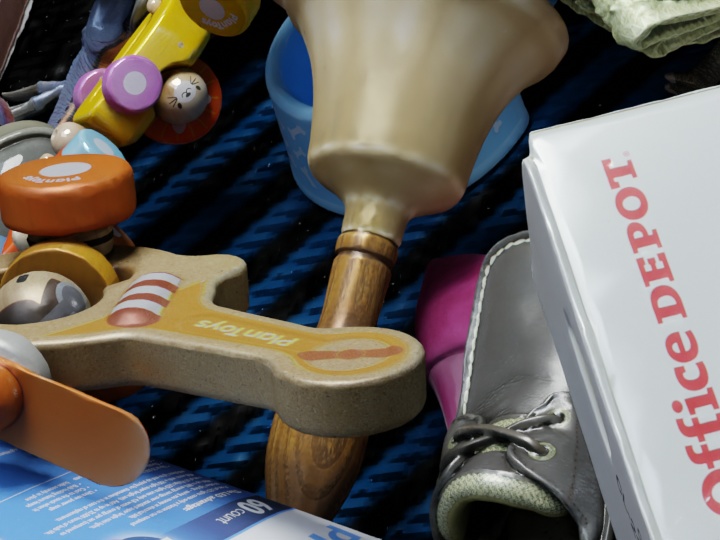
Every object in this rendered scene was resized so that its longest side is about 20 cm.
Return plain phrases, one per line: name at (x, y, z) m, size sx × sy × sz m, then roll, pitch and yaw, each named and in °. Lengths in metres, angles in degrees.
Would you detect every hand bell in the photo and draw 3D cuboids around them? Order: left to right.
hand bell at (0.000, 0.000, 0.794) m, size 0.104 × 0.104 × 0.200 m, roll 1°, pitch 67°, yaw 33°

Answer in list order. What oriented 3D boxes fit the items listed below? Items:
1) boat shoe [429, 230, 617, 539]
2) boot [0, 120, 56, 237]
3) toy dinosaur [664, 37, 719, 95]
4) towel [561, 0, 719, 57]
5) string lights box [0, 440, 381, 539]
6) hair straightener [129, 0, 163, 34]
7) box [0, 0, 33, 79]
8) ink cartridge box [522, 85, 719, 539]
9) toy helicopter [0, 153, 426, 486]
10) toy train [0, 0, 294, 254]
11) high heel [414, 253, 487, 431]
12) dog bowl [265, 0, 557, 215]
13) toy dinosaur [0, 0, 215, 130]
boat shoe at (0.055, 0.074, 0.714) m, size 0.072 × 0.066 × 0.201 m, roll -19°, pitch 61°, yaw 36°
boot at (-0.128, 0.045, 0.893) m, size 0.182 × 0.073 × 0.200 m, roll -55°, pitch 38°, yaw -4°
toy dinosaur at (0.163, -0.112, 0.855) m, size 0.200 × 0.077 × 0.102 m, roll 5°, pitch 61°, yaw 39°
towel at (0.116, -0.135, 0.813) m, size 0.148 × 0.037 × 0.200 m, roll -18°, pitch 30°, yaw -13°
string lights box at (-0.106, 0.091, 0.741) m, size 0.200 × 0.103 × 0.059 m, roll 18°, pitch 106°, yaw 25°
hair straightener at (-0.030, -0.165, 0.995) m, size 0.077 × 0.041 × 0.200 m, roll 42°, pitch 66°, yaw 9°
box at (-0.282, -0.125, 1.052) m, size 0.166 × 0.200 × 0.164 m, roll -9°, pitch 47°, yaw 27°
ink cartridge box at (0.159, 0.015, 0.664) m, size 0.200 × 0.083 × 0.146 m, roll -14°, pitch 61°, yaw -3°
toy helicopter at (-0.071, 0.023, 0.735) m, size 0.200 × 0.079 × 0.132 m, roll 10°, pitch 22°, yaw 36°
toy train at (-0.062, -0.071, 0.885) m, size 0.200 × 0.056 × 0.150 m, roll -48°, pitch 15°, yaw 14°
high heel at (0.108, 0.000, 0.792) m, size 0.200 × 0.067 × 0.096 m, roll -29°, pitch 51°, yaw 25°
dog bowl at (0.036, -0.113, 0.954) m, size 0.111 × 0.050 × 0.200 m, roll 15°, pitch 60°, yaw 40°
toy dinosaur at (-0.097, -0.113, 1.001) m, size 0.200 × 0.105 × 0.182 m, roll -2°, pitch 55°, yaw 28°
